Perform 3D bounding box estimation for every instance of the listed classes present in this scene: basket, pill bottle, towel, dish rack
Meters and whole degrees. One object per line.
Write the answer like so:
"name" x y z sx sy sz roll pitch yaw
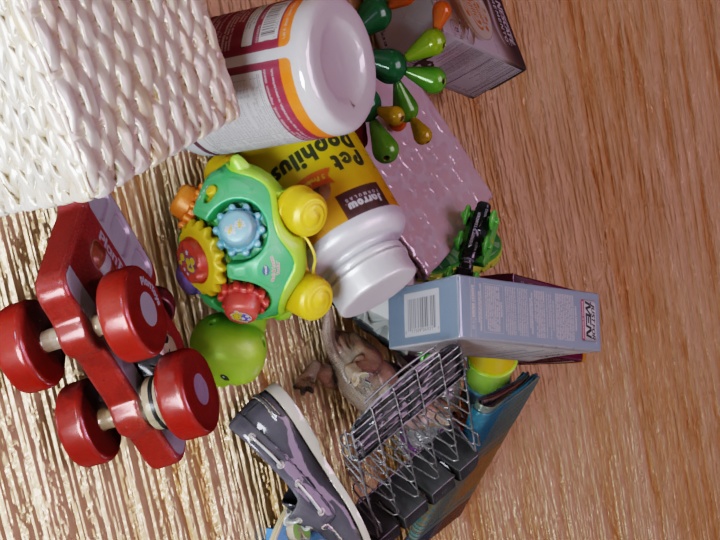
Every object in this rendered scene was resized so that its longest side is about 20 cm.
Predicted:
"basket" -0.214 -0.159 0.960 0.198 0.159 0.203 -40 117 -52
"pill bottle" -0.033 -0.064 1.218 0.109 0.109 0.202 -7 62 -58
"towel" 0.045 -0.112 1.447 0.201 0.032 0.191 55 41 -13
"towel" 0.113 0.203 1.468 0.146 0.022 0.202 -19 140 -59
"dish rack" 0.042 0.155 1.277 0.153 0.054 0.202 -38 140 -24
"pill bottle" -0.095 -0.151 1.112 0.109 0.198 0.111 12 75 -56

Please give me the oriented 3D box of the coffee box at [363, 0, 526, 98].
"coffee box" 0.091 -0.271 1.520 0.199 0.079 0.116 7 61 -58

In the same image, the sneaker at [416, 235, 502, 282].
"sneaker" 0.099 -0.034 1.534 0.199 0.073 0.085 -19 106 -57

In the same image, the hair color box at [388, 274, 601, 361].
"hair color box" 0.131 0.048 1.338 0.198 0.098 0.062 8 77 -40

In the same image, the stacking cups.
"stacking cups" 0.134 0.132 1.511 0.202 0.060 0.061 96 16 -46

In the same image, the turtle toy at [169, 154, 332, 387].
"turtle toy" -0.101 0.001 1.159 0.100 0.145 0.203 -20 119 -34

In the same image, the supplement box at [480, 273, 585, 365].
"supplement box" 0.174 0.060 1.609 0.199 0.109 0.087 13 75 -57

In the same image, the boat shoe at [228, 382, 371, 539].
"boat shoe" -0.052 0.200 1.248 0.062 0.072 0.202 -32 103 -18

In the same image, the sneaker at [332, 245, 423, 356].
"sneaker" 0.000 0.000 1.336 0.200 0.074 0.089 38 83 -46

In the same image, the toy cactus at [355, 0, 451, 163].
"toy cactus" 0.006 -0.210 1.368 0.163 0.102 0.203 12 86 -17

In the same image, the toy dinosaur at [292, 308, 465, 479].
"toy dinosaur" 0.008 0.106 1.368 0.201 0.085 0.136 55 29 -14

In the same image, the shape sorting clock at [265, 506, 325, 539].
"shape sorting clock" -0.038 0.306 1.297 0.199 0.039 0.203 12 76 -57

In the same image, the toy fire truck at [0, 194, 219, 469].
"toy fire truck" -0.179 0.042 1.053 0.169 0.111 0.201 -85 153 -51

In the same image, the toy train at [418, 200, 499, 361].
"toy train" 0.103 0.025 1.424 0.057 0.041 0.203 65 40 -64

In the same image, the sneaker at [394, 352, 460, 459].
"sneaker" 0.072 0.123 1.493 0.100 0.074 0.203 72 24 -63
